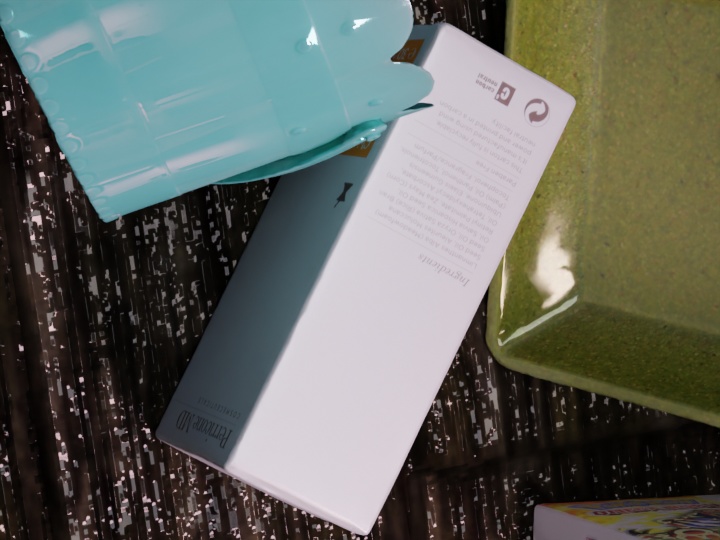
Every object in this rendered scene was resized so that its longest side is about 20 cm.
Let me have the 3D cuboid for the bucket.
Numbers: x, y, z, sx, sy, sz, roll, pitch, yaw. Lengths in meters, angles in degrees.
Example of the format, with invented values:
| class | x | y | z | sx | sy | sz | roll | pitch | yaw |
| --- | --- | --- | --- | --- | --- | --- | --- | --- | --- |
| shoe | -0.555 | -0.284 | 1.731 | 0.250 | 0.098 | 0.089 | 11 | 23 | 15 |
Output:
| class | x | y | z | sx | sy | sz | roll | pitch | yaw |
| --- | --- | --- | --- | --- | --- | --- | --- | --- | --- |
| bucket | -0.073 | -0.124 | 0.944 | 0.135 | 0.207 | 0.207 | -25 | 104 | -2 |

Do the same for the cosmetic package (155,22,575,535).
| class | x | y | z | sx | sy | sz | roll | pitch | yaw |
| --- | --- | --- | --- | --- | --- | --- | --- | --- | --- |
| cosmetic package | 0.000 | 0.000 | 1.043 | 0.071 | 0.101 | 0.200 | 28 | 83 | -21 |

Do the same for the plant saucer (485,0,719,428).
| class | x | y | z | sx | sy | sz | roll | pitch | yaw |
| --- | --- | --- | --- | --- | --- | --- | --- | --- | --- |
| plant saucer | 0.150 | -0.038 | 1.054 | 0.048 | 0.200 | 0.200 | -15 | 113 | -48 |

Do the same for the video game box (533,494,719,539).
| class | x | y | z | sx | sy | sz | roll | pitch | yaw |
| --- | --- | --- | --- | --- | --- | --- | --- | --- | --- |
| video game box | 0.203 | 0.129 | 1.093 | 0.200 | 0.182 | 0.047 | -1 | 91 | -22 |
